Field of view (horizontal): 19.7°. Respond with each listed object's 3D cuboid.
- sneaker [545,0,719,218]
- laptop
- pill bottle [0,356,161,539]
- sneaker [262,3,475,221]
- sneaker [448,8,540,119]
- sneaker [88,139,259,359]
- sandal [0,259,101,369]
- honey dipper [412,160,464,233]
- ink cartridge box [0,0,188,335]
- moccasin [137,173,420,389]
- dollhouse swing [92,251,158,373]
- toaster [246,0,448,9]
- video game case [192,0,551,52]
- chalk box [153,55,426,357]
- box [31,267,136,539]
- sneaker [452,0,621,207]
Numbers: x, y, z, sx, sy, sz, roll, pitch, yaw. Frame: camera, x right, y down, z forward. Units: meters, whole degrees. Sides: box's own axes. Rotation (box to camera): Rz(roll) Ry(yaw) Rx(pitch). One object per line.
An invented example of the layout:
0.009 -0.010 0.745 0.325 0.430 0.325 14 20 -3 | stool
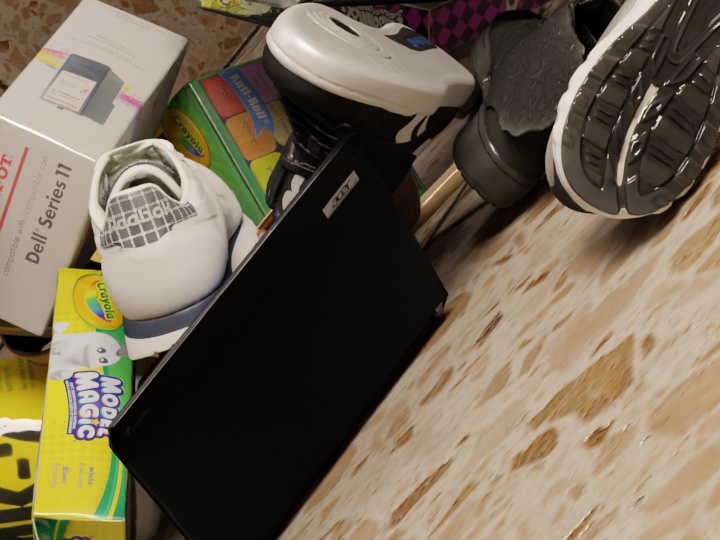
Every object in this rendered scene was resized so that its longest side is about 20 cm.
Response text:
0.139 -0.105 0.847 0.200 0.074 0.079 -50 5 -10 | sneaker
-0.052 0.051 0.977 0.177 0.103 0.200 -51 10 -19 | laptop
-0.218 0.109 1.163 0.199 0.115 0.114 -8 2 -12 | pill bottle
-0.011 -0.058 0.975 0.112 0.073 0.200 -56 -15 13 | sneaker
0.064 -0.160 1.349 0.075 0.082 0.200 -45 10 19 | sneaker
-0.095 -0.030 0.997 0.076 0.081 0.200 -24 20 -2 | sneaker
-0.156 0.027 1.147 0.080 0.199 0.054 -104 26 -55 | sandal
0.000 0.000 1.149 0.200 0.038 0.038 -47 10 -2 | honey dipper
-0.162 -0.049 1.095 0.200 0.067 0.117 -67 1 -58 | ink cartridge box
-0.045 0.001 1.075 0.201 0.078 0.073 -45 38 -23 | moccasin
-0.107 0.018 1.555 0.181 0.177 0.200 6 39 24 | dollhouse swing
-0.011 -0.237 1.104 0.200 0.118 0.182 -14 -66 -55 | toaster
0.027 -0.186 1.270 0.181 0.036 0.200 17 31 34 | video game case
-0.056 -0.050 1.228 0.124 0.125 0.200 -24 -10 -41 | chalk box
-0.133 0.106 1.008 0.201 0.048 0.118 -91 6 -50 | box
0.101 -0.098 1.032 0.104 0.060 0.200 -42 16 31 | sneaker
